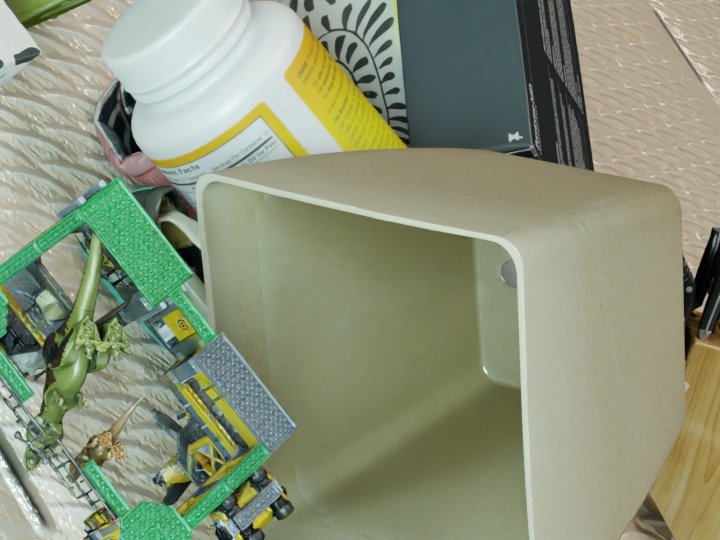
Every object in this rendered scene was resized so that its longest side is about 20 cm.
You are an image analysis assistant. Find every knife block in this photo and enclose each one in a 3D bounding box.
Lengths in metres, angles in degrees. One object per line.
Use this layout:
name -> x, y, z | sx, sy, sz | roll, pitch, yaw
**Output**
knife block -> 0.253, 0.076, 1.697 | 0.200, 0.175, 0.064 | 60, 10, -19

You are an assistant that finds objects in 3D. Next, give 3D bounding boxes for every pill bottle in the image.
pill bottle -> -0.046, -0.066, 1.341 | 0.200, 0.109, 0.109 | 49, 23, -26

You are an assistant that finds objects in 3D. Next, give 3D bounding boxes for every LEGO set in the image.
LEGO set -> -0.132, 0.062, 1.165 | 0.200, 0.116, 0.154 | 46, 54, -10

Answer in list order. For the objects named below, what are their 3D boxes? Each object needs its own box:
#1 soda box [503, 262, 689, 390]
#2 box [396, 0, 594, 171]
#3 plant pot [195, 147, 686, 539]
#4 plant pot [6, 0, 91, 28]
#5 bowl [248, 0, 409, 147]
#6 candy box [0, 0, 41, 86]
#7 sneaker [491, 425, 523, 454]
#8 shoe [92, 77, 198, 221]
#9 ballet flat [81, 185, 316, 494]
soda box -> 0.124, 0.054, 1.505 | 0.064, 0.068, 0.200 | 37, 1, 32
box -> 0.080, -0.112, 1.498 | 0.141, 0.079, 0.200 | 55, 26, -54
plant pot -> 0.057, 0.037, 1.249 | 0.177, 0.200, 0.200 | -25, 119, -44
plant pot -> -0.182, -0.236, 1.356 | 0.193, 0.200, 0.200 | 65, 23, -5
bowl -> -0.018, -0.134, 1.578 | 0.201, 0.094, 0.201 | -9, 90, -88
candy box -> -0.263, -0.137, 1.184 | 0.168, 0.072, 0.200 | 55, 24, 0
sneaker -> 0.099, 0.167, 1.311 | 0.146, 0.077, 0.202 | 38, 60, 25
shoe -> -0.098, -0.104, 1.452 | 0.091, 0.071, 0.200 | 44, 29, -34
ballet flat -> -0.067, 0.040, 1.321 | 0.200, 0.068, 0.068 | 52, 25, -6
